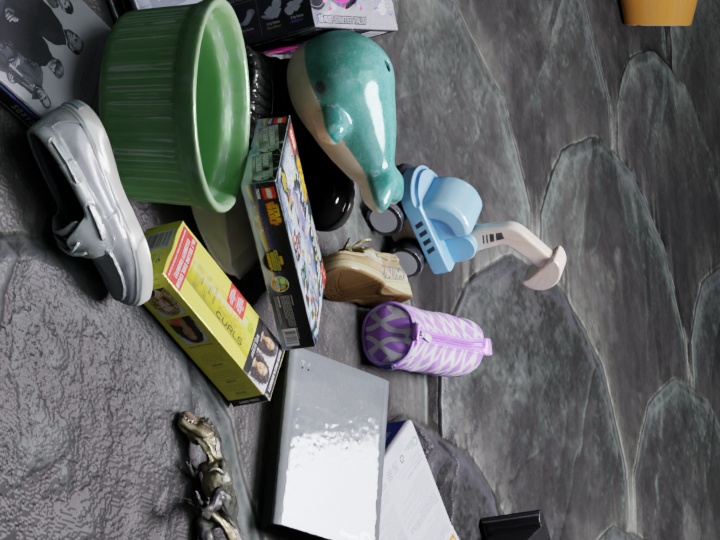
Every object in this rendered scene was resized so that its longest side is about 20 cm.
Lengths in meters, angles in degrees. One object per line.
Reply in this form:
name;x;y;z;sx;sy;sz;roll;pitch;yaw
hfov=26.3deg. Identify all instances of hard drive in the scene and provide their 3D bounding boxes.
hard drive;-0.036;0.195;1.652;0.139;0.033;0.202;23;58;-32

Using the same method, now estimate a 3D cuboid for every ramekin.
ramekin;-0.175;-0.156;1.461;0.200;0.097;0.202;1;90;-80

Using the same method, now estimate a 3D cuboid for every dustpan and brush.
dustpan and brush;-0.153;-0.103;1.595;0.140;0.057;0.202;-51;130;-61

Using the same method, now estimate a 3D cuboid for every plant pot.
plant pot;0.558;-0.549;2.873;0.200;0.199;0.185;-16;108;-60

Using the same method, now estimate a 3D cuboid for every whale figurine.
whale figurine;0.004;-0.166;1.665;0.201;0.103;0.159;63;21;-2

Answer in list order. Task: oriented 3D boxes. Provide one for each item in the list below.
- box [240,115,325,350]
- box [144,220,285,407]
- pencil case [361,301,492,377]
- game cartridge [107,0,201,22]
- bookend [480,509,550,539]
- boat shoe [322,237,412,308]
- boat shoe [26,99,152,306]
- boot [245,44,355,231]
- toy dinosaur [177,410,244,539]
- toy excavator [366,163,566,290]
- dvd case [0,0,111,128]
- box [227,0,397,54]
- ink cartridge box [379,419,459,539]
box;-0.076;-0.039;1.590;0.137;0.040;0.201;-85;166;-56
box;-0.151;0.046;1.532;0.200;0.050;0.076;54;37;-35
pencil case;0.080;0.085;1.886;0.200;0.085;0.085;12;68;-59
game cartridge;-0.223;-0.329;1.563;0.133;0.040;0.202;-35;110;-55
bookend;0.179;0.432;1.922;0.200;0.092;0.200;-26;100;-59
boat shoe;0.000;0.000;1.802;0.200;0.073;0.063;26;50;-67
boat shoe;-0.249;-0.050;1.391;0.071;0.070;0.202;-32;117;-32
boot;-0.090;-0.141;1.675;0.158;0.079;0.213;-6;74;-67
toy dinosaur;-0.141;0.237;1.487;0.088;0.047;0.202;-34;113;-66
toy excavator;0.134;-0.049;1.913;0.195;0.199;0.100;63;33;-24
dvd case;-0.279;-0.191;1.424;0.200;0.025;0.151;46;42;-44
box;-0.063;-0.313;1.736;0.200;0.131;0.116;-15;94;-61
ink cartridge box;0.042;0.308;1.778;0.200;0.040;0.201;-47;120;-54
